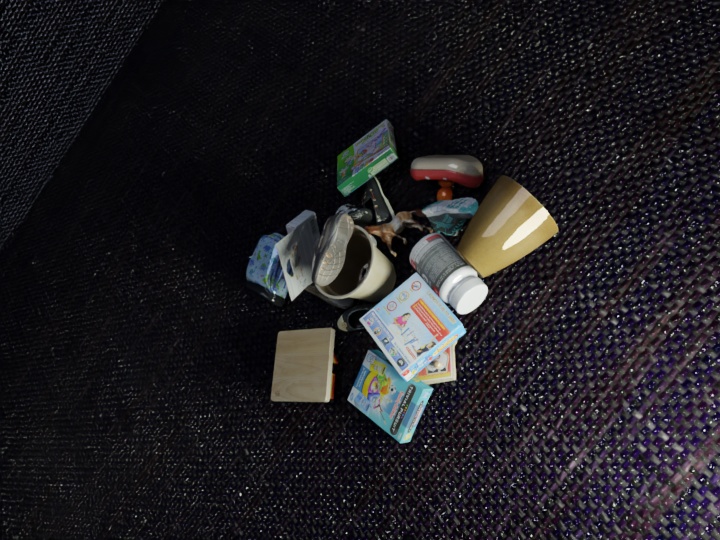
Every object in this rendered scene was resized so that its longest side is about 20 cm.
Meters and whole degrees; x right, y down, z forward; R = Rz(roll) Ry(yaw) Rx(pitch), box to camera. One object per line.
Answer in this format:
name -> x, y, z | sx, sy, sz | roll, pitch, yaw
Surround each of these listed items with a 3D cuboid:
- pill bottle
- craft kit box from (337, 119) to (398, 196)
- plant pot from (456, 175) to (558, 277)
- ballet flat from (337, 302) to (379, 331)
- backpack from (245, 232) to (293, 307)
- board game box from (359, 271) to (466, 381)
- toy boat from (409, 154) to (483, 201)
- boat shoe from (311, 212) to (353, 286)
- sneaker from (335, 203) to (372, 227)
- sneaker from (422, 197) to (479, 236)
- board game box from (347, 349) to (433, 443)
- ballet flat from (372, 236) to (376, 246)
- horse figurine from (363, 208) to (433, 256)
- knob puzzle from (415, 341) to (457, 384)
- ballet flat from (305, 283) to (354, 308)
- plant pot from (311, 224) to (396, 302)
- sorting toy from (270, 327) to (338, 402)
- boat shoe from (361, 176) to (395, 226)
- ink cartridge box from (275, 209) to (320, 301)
pill bottle -> 0.222, 0.008, 1.494 | 0.114, 0.113, 0.201 | -47, 54, 12
craft kit box -> 0.017, -0.337, 1.753 | 0.199, 0.049, 0.199 | -33, 29, 21
plant pot -> 0.327, -0.087, 1.393 | 0.200, 0.186, 0.187 | -44, 54, 4
ballet flat -> 0.017, 0.128, 1.621 | 0.198, 0.057, 0.067 | -18, 105, 28
backpack -> -0.272, -0.014, 1.842 | 0.162, 0.154, 0.201 | 23, 74, 44
board game box -> 0.129, 0.140, 1.490 | 0.195, 0.056, 0.201 | -38, 55, -1
toy boat -> 0.233, -0.240, 1.588 | 0.198, 0.130, 0.133 | 8, 109, 37
boat shoe -> -0.081, -0.054, 1.530 | 0.073, 0.074, 0.202 | 8, 70, 46
sneaker -> -0.031, -0.164, 1.730 | 0.199, 0.073, 0.090 | -19, 53, 53
sneaker -> 0.244, -0.134, 1.524 | 0.077, 0.092, 0.199 | -29, 16, -22
board game box -> 0.072, 0.319, 1.516 | 0.199, 0.047, 0.153 | 30, 102, 38
ballet flat -> -0.047, -0.071, 1.735 | 0.198, 0.069, 0.071 | 1, 74, 35
horse figurine -> 0.112, -0.118, 1.627 | 0.199, 0.050, 0.132 | -34, 46, -17
knob puzzle -> 0.155, 0.193, 1.529 | 0.217, 0.030, 0.223 | -13, 67, 32
ballet flat -> -0.096, 0.067, 1.742 | 0.198, 0.047, 0.067 | 22, 53, 33
plant pot -> 0.000, 0.000, 1.607 | 0.198, 0.183, 0.204 | -12, 67, 31
sorting toy -> -0.150, 0.275, 1.687 | 0.198, 0.069, 0.202 | -7, 70, 33
boat shoe -> 0.035, -0.210, 1.718 | 0.062, 0.074, 0.203 | -17, 60, -13
ink cartridge box -> -0.176, -0.043, 1.689 | 0.043, 0.202, 0.173 | 17, 43, 34
